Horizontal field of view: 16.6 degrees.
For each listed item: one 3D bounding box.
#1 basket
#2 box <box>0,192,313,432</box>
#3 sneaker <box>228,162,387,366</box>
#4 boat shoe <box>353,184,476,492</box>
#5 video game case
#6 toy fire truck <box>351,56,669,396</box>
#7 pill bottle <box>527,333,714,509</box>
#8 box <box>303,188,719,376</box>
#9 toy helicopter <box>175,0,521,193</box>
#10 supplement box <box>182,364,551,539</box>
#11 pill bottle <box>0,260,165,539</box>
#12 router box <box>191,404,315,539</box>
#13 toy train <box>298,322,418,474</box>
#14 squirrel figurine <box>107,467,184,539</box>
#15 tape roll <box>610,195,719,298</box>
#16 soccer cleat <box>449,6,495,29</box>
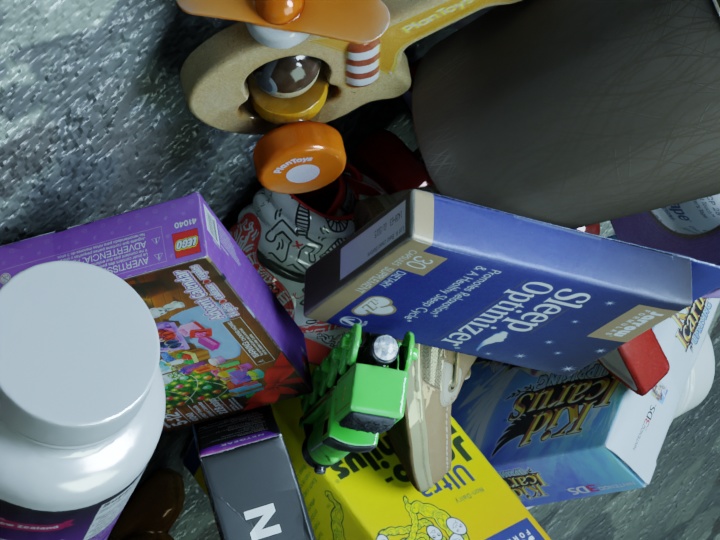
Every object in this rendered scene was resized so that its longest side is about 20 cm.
[{"bbox_3d":[0.137,-0.094,1.232,0.199,0.137,0.180,-21,140,37],"label":"basket"},{"bbox_3d":[-0.116,0.032,1.291,0.136,0.039,0.200,-15,155,9],"label":"box"},{"bbox_3d":[0.000,0.001,1.430,0.201,0.067,0.108,12,119,-44],"label":"sneaker"},{"bbox_3d":[0.041,0.041,1.387,0.064,0.071,0.201,-17,131,-13],"label":"boat shoe"},{"bbox_3d":[0.125,0.062,1.547,0.199,0.045,0.182,-17,-140,48],"label":"video game case"},{"bbox_3d":[0.096,-0.030,1.419,0.112,0.168,0.200,-40,133,-12],"label":"toy fire truck"},{"bbox_3d":[0.153,0.087,1.754,0.199,0.114,0.115,-23,146,-39],"label":"pill bottle"},{"bbox_3d":[0.085,0.012,1.289,0.199,0.033,0.121,12,155,-25],"label":"box"},{"bbox_3d":[0.000,-0.122,1.203,0.199,0.079,0.132,-24,150,21],"label":"toy helicopter"},{"bbox_3d":[0.003,0.141,1.498,0.109,0.200,0.110,-23,155,-39],"label":"supplement box"},{"bbox_3d":[-0.156,0.076,1.190,0.111,0.112,0.200,-30,166,-29],"label":"pill bottle"},{"bbox_3d":[-0.044,0.176,1.382,0.051,0.201,0.149,-17,-172,-4],"label":"router box"},{"bbox_3d":[-0.005,0.073,1.352,0.200,0.041,0.057,128,-30,-74],"label":"toy train"},{"bbox_3d":[-0.125,0.262,1.505,0.141,0.187,0.201,-26,148,-35],"label":"squirrel figurine"},{"bbox_3d":[0.209,-0.085,1.362,0.065,0.201,0.201,2,130,-28],"label":"tape roll"},{"bbox_3d":[0.048,-0.167,1.310,0.200,0.069,0.078,18,83,-54],"label":"soccer cleat"}]
